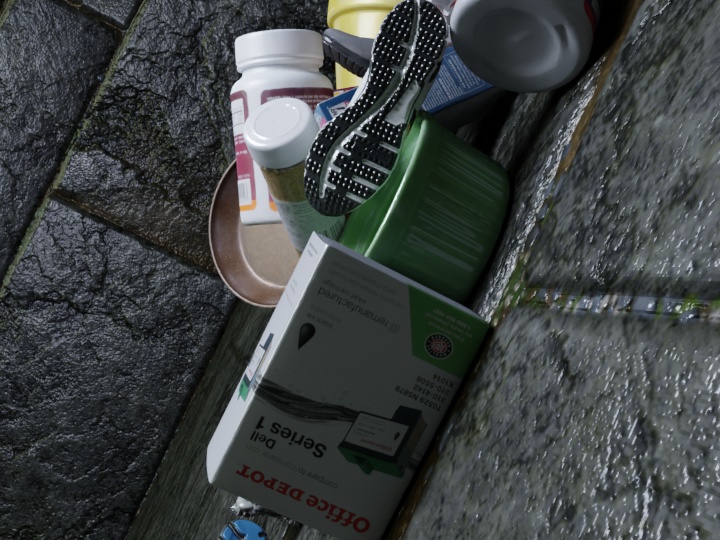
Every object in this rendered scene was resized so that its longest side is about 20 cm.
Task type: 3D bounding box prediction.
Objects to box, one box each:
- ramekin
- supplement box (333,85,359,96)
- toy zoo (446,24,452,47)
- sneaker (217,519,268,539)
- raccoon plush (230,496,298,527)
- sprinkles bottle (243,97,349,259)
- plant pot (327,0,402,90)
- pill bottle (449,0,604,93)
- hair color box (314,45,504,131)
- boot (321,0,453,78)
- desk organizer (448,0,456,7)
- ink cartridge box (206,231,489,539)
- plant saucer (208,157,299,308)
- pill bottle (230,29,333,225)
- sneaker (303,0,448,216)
[{"bbox_3d":[0.050,-0.033,0.887,0.201,0.097,0.200,-60,10,19],"label":"ramekin"},{"bbox_3d":[-0.018,-0.169,1.193,0.110,0.086,0.199,-29,19,-31],"label":"supplement box"},{"bbox_3d":[0.085,-0.223,1.050,0.199,0.021,0.131,-25,-9,-25],"label":"toy zoo"},{"bbox_3d":[-0.143,0.363,1.025,0.201,0.073,0.082,-67,-7,-46],"label":"sneaker"},{"bbox_3d":[-0.091,0.239,1.087,0.201,0.096,0.135,81,-172,-53],"label":"raccoon plush"},{"bbox_3d":[-0.053,-0.073,0.964,0.201,0.068,0.069,70,-148,-48],"label":"sprinkles bottle"},{"bbox_3d":[0.046,-0.286,1.316,0.201,0.199,0.191,161,119,-76],"label":"plant pot"},{"bbox_3d":[0.157,-0.264,0.851,0.120,0.119,0.201,-47,19,58],"label":"pill bottle"},{"bbox_3d":[0.047,-0.162,0.999,0.199,0.061,0.100,-27,-8,-17],"label":"hair color box"},{"bbox_3d":[0.059,-0.287,1.204,0.070,0.199,0.133,-167,100,-88],"label":"boot"},{"bbox_3d":[0.171,-0.326,1.052,0.072,0.077,0.200,-65,10,-9],"label":"desk organizer"},{"bbox_3d":[-0.013,0.094,0.763,0.201,0.145,0.084,-64,12,4],"label":"ink cartridge box"},{"bbox_3d":[-0.097,-0.055,1.184,0.037,0.200,0.202,8,-65,-56],"label":"plant saucer"},{"bbox_3d":[-0.082,-0.153,1.078,0.114,0.113,0.202,-165,71,-80],"label":"pill bottle"},{"bbox_3d":[0.020,-0.134,0.860,0.201,0.073,0.080,-58,-6,8],"label":"sneaker"}]
